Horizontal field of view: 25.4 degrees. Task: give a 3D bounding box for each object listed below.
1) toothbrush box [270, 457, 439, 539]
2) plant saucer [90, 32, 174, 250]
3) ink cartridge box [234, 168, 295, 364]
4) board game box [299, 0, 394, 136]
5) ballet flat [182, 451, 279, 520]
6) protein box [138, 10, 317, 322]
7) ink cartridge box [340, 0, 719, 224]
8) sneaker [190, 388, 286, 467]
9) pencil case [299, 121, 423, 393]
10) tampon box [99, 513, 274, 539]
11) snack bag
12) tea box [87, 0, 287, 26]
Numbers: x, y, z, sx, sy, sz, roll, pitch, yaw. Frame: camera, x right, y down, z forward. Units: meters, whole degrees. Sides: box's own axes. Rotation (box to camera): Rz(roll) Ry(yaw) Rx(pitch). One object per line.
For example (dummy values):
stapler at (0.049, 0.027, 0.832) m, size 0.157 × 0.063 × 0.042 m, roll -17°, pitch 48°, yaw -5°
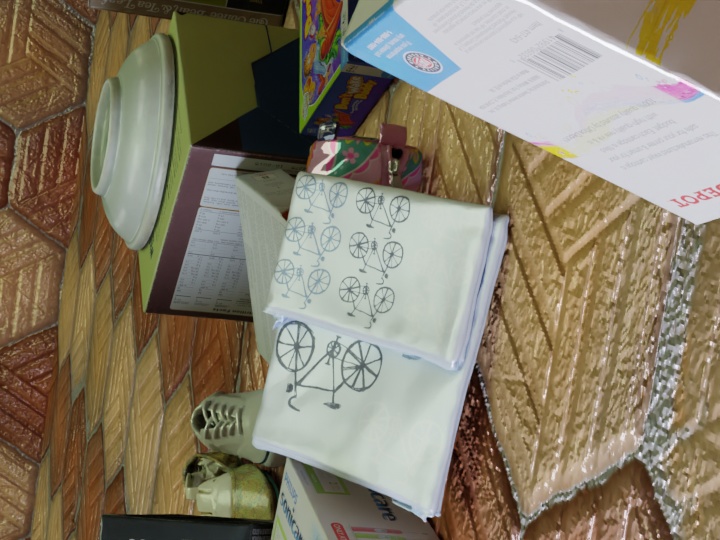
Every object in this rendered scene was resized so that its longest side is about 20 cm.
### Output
toothbrush box at (-0.015, 0.249, 1.081) m, size 0.146 × 0.086 × 0.201 m, roll -126°, pitch 47°, yaw -65°
plant saucer at (-0.214, -0.120, 1.460) m, size 0.200 × 0.050 × 0.201 m, roll -173°, pitch 90°, yaw -73°
ink cartridge box at (-0.046, 0.020, 1.271) m, size 0.200 × 0.057 × 0.163 m, roll -146°, pitch 47°, yaw -62°
board game box at (-0.010, -0.226, 1.306) m, size 0.134 × 0.045 × 0.201 m, roll 132°, pitch 141°, yaw -62°
ballet flat at (-0.128, 0.209, 1.495) m, size 0.200 × 0.070 × 0.071 m, roll -166°, pitch 83°, yaw -73°
protein box at (-0.120, -0.092, 1.461) m, size 0.199 × 0.134 × 0.200 m, roll -103°, pitch 26°, yaw -45°
ink cartridge box at (0.119, -0.112, 0.623) m, size 0.126 × 0.199 × 0.129 m, roll -69°, pitch 14°, yaw -12°
sneaker at (-0.109, 0.142, 1.448) m, size 0.200 × 0.071 × 0.073 m, roll 149°, pitch 126°, yaw -69°
pencil case at (0.000, 0.000, 1.127) m, size 0.087 × 0.087 × 0.201 m, roll 152°, pitch 124°, yaw -70°
tampon box at (-0.123, 0.295, 1.251) m, size 0.150 × 0.126 × 0.201 m, roll 25°, pitch -113°, yaw -71°
snack bag at (0.002, 0.043, 1.042) m, size 0.188 × 0.021 × 0.201 m, roll 15°, pitch 92°, yaw 44°
tea box at (-0.165, -0.360, 1.592) m, size 0.134 × 0.199 × 0.197 m, roll -110°, pitch 32°, yaw -55°
